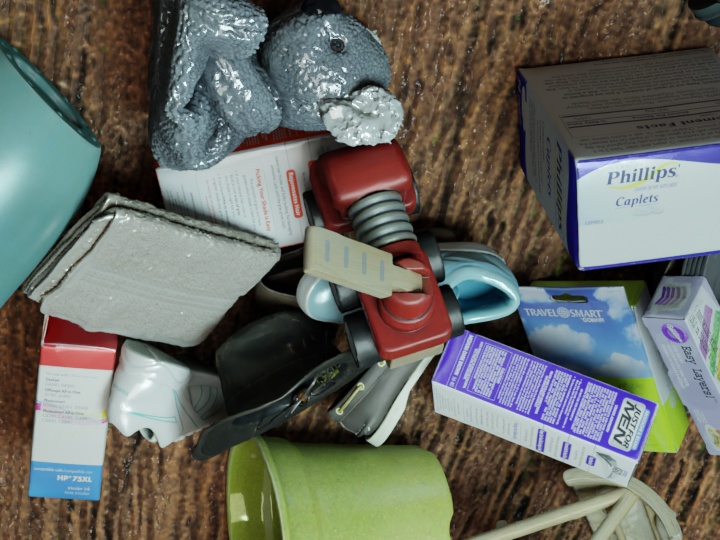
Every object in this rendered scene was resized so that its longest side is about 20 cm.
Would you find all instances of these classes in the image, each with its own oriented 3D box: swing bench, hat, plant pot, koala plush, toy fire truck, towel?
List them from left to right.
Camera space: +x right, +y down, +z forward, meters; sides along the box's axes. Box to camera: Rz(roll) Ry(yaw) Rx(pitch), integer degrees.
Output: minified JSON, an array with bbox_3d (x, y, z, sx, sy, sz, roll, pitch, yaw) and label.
[{"bbox_3d":[-0.307,-0.090,1.222,0.161,0.201,0.201,-42,117,2],"label":"plant pot"},{"bbox_3d":[-0.172,0.004,1.278,0.199,0.035,0.133,15,131,-45],"label":"towel"},{"bbox_3d":[-0.075,0.084,1.336,0.200,0.201,0.081,-31,81,8],"label":"hat"},{"bbox_3d":[-0.067,-0.163,1.234,0.198,0.178,0.185,3,121,-16],"label":"koala plush"},{"bbox_3d":[-0.015,0.242,1.455,0.183,0.201,0.202,-5,119,-19],"label":"plant pot"},{"bbox_3d":[0.005,-0.026,1.197,0.128,0.177,0.200,-16,163,-7],"label":"toy fire truck"},{"bbox_3d":[0.220,0.301,1.502,0.199,0.130,0.199,-34,144,-4],"label":"swing bench"}]

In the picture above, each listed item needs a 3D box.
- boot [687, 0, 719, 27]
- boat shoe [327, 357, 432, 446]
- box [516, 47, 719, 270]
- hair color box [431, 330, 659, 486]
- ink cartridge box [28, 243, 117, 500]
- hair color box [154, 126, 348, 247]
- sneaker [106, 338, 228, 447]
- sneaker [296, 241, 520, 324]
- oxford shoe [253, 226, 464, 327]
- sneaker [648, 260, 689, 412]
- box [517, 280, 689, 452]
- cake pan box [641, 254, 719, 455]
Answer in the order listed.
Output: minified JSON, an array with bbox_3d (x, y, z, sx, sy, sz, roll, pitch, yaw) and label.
[{"bbox_3d":[0.406,-0.227,1.322,0.200,0.076,0.168,-36,114,3],"label":"boot"},{"bbox_3d":[0.039,0.067,1.420,0.060,0.072,0.202,28,100,-7],"label":"boat shoe"},{"bbox_3d":[0.244,-0.099,1.293,0.182,0.200,0.106,-7,120,-5],"label":"box"},{"bbox_3d":[0.168,0.127,1.406,0.199,0.109,0.065,22,74,11],"label":"hair color box"},{"bbox_3d":[-0.255,0.090,1.362,0.067,0.116,0.201,6,117,-11],"label":"ink cartridge box"},{"bbox_3d":[-0.074,-0.077,1.334,0.198,0.061,0.102,-11,119,-2],"label":"hair color box"},{"bbox_3d":[-0.165,0.118,1.375,0.200,0.070,0.081,24,91,-59],"label":"sneaker"},{"bbox_3d":[0.047,0.017,1.314,0.198,0.082,0.074,-9,117,-17],"label":"sneaker"},{"bbox_3d":[0.000,0.000,1.366,0.198,0.073,0.085,-18,152,-2],"label":"oxford shoe"},{"bbox_3d":[0.297,0.052,1.455,0.079,0.075,0.201,-11,109,18],"label":"sneaker"},{"bbox_3d":[0.228,0.083,1.444,0.121,0.048,0.201,-1,126,33],"label":"box"},{"bbox_3d":[0.342,0.039,1.398,0.052,0.185,0.201,1,135,40],"label":"cake pan box"}]
